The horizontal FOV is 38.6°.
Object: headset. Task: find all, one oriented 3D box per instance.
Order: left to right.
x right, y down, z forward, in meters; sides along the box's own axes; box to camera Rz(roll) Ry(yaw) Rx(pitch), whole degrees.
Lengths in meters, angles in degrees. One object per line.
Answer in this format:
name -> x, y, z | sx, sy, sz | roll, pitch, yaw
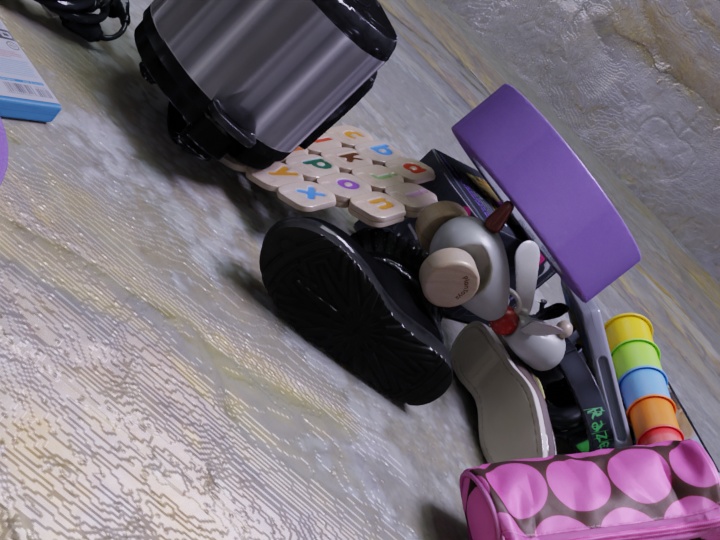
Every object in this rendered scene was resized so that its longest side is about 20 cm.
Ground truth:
headset -> 0.208, 0.100, 1.032 | 0.200, 0.093, 0.125 | -122, -169, -57

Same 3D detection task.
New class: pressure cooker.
pressure cooker -> -0.091, -0.187, 0.862 | 0.179, 0.200, 0.176 | 52, 17, 10

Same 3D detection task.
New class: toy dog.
toy dog -> 0.130, 0.004, 0.898 | 0.199, 0.096, 0.133 | 25, 37, -49

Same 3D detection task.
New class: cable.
cable -> -0.286, -0.281, 0.879 | 0.162, 0.051, 0.201 | 9, 45, -51

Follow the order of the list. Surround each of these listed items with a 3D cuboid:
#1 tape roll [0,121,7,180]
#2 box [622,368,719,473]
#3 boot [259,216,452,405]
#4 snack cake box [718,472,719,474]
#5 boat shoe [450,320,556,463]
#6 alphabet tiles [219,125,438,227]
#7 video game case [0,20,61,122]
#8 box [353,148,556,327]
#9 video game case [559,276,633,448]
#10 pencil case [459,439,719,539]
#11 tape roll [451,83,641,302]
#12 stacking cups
tape roll -> -0.272, -0.080, 0.486 | 0.200, 0.066, 0.201 | 40, 22, -20
box -> 0.337, 0.212, 1.102 | 0.117, 0.059, 0.202 | 66, 4, -51
boot -> -0.002, 0.002, 0.862 | 0.211, 0.079, 0.159 | 47, 24, -28
snack cake box -> 0.263, 0.230, 0.921 | 0.199, 0.115, 0.068 | 21, 32, -50
boat shoe -> 0.139, 0.125, 0.937 | 0.059, 0.072, 0.201 | 30, 20, -29
alphabet tiles -> -0.029, -0.094, 0.943 | 0.199, 0.015, 0.195 | 32, 31, 29
video game case -> -0.305, -0.185, 0.697 | 0.201, 0.018, 0.143 | 53, 22, 14
box -> 0.108, -0.027, 1.074 | 0.199, 0.122, 0.107 | 16, 37, -53
video game case -> 0.253, 0.107, 1.101 | 0.200, 0.022, 0.185 | -66, 141, -78
pencil case -> 0.175, 0.178, 0.755 | 0.094, 0.197, 0.092 | -172, -106, -76
tape roll -> 0.167, -0.070, 0.932 | 0.201, 0.065, 0.200 | 51, 5, -7
stacking cups -> 0.286, 0.129, 1.044 | 0.060, 0.060, 0.201 | 37, 30, -23
